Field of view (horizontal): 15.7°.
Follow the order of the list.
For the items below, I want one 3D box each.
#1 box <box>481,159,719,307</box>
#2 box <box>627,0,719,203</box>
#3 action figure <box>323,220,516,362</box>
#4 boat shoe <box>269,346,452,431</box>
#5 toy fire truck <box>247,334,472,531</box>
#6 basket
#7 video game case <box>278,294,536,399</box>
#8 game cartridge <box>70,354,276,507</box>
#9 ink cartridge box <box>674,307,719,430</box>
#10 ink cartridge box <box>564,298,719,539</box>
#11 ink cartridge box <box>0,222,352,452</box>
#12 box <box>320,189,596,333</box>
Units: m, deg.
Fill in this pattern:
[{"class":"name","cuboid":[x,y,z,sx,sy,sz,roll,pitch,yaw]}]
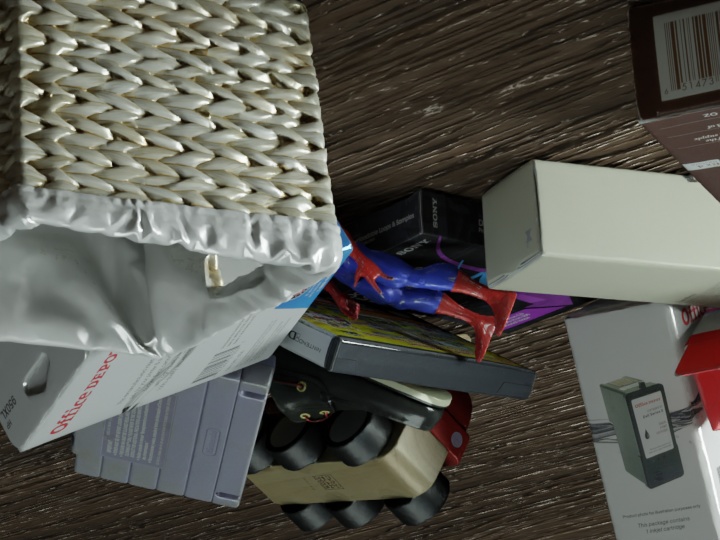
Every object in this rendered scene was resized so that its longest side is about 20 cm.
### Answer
[{"class":"box","cuboid":[0.185,-0.022,1.717,0.199,0.069,0.082,6,161,-25]},{"class":"box","cuboid":[0.230,-0.095,1.492,0.100,0.075,0.200,-11,162,22]},{"class":"action figure","cuboid":[0.000,0.000,1.711,0.199,0.052,0.065,26,152,-4]},{"class":"boat shoe","cuboid":[-0.032,0.074,1.811,0.201,0.063,0.074,19,-174,20]},{"class":"toy fire truck","cuboid":[0.022,0.095,1.952,0.176,0.201,0.129,-10,134,47]},{"class":"basket","cuboid":[-0.140,-0.058,1.397,0.199,0.162,0.198,9,159,-32]},{"class":"video game case","cuboid":[-0.008,0.040,1.788,0.199,0.026,0.180,11,-171,-46]},{"class":"game cartridge","cuboid":[-0.133,0.098,1.796,0.129,0.039,0.200,16,150,-1]},{"class":"ink cartridge box","cuboid":[0.297,0.048,1.787,0.116,0.068,0.200,-12,-162,27]},{"class":"ink cartridge box","cuboid":[0.227,0.107,1.855,0.084,0.201,0.145,-12,-176,27]},{"class":"ink cartridge box","cuboid":[-0.126,0.017,1.601,0.199,0.084,0.145,-20,161,-36]},{"class":"box","cuboid":[0.073,-0.003,1.808,0.199,0.036,0.143,13,156,-35]}]
